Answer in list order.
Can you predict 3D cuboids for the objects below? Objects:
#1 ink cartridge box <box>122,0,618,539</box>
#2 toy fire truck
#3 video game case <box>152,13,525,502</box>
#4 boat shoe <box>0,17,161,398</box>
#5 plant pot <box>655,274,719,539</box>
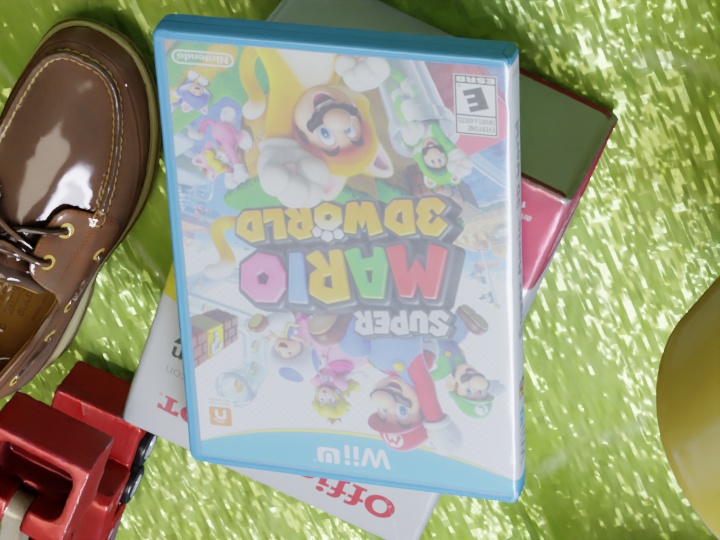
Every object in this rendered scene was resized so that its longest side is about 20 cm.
[{"bbox_3d":[0.000,0.000,1.134,0.145,0.083,0.200,25,125,4],"label":"ink cartridge box"},{"bbox_3d":[-0.143,0.117,1.226,0.049,0.141,0.200,25,126,5],"label":"toy fire truck"},{"bbox_3d":[-0.006,-0.003,1.073,0.143,0.018,0.201,6,121,15],"label":"video game case"},{"bbox_3d":[-0.141,-0.018,1.187,0.072,0.068,0.200,27,126,3],"label":"boat shoe"},{"bbox_3d":[0.216,0.032,1.017,0.201,0.201,0.189,43,140,-9],"label":"plant pot"}]
